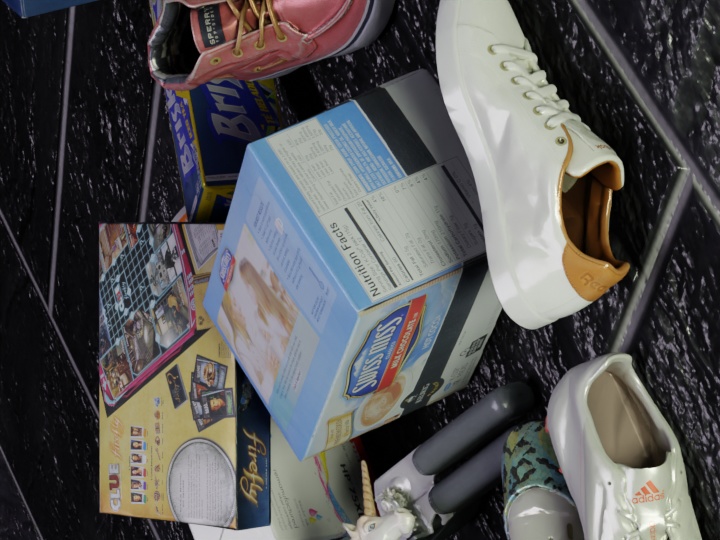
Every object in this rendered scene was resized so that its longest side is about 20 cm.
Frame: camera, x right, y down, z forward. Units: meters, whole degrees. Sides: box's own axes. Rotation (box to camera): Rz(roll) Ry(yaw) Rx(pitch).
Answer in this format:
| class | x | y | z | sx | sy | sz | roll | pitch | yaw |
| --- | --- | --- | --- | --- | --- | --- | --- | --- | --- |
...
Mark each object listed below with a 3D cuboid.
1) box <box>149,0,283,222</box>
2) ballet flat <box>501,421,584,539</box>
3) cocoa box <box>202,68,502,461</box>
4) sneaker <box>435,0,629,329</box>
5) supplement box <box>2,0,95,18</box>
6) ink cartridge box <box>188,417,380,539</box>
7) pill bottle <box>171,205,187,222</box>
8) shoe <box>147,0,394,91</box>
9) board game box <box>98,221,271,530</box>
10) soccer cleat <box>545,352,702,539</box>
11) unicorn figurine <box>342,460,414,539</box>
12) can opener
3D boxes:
| class | x | y | z | sx | sy | sz | roll | pitch | yaw |
| --- | --- | --- | --- | --- | --- | --- | --- | --- | --- |
| box | -0.098 | -0.129 | 1.758 | 0.070 | 0.064 | 0.200 | 113 | 148 | -60 |
| ballet flat | 0.125 | 0.187 | 1.491 | 0.200 | 0.074 | 0.074 | 67 | 159 | 1 |
| cocoa box | 0.000 | 0.000 | 1.560 | 0.134 | 0.131 | 0.200 | 56 | 154 | 20 |
| sneaker | 0.102 | -0.075 | 1.389 | 0.085 | 0.073 | 0.200 | -24 | 74 | 35 |
| supplement box | -0.166 | -0.298 | 1.666 | 0.134 | 0.200 | 0.200 | 39 | 140 | 53 |
| ink cartridge box | -0.050 | 0.144 | 1.815 | 0.067 | 0.200 | 0.116 | -28 | 77 | 27 |
| pill bottle | -0.055 | 0.026 | 1.764 | 0.200 | 0.109 | 0.110 | 44 | 145 | 52 |
| shoe | -0.060 | -0.160 | 1.626 | 0.200 | 0.091 | 0.072 | -21 | 83 | 58 |
| board game box | -0.119 | 0.067 | 1.708 | 0.135 | 0.035 | 0.201 | 2 | 93 | 42 |
| soccer cleat | 0.155 | 0.141 | 1.397 | 0.200 | 0.069 | 0.078 | 69 | 156 | 18 |
| unicorn figurine | 0.064 | 0.210 | 1.577 | 0.137 | 0.074 | 0.200 | -20 | 101 | 52 |
| can opener | 0.065 | 0.124 | 1.625 | 0.053 | 0.066 | 0.200 | 65 | 149 | 14 |
